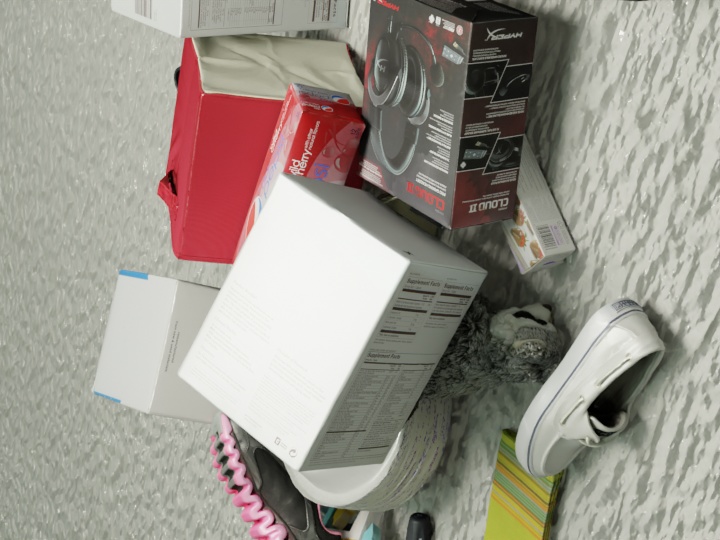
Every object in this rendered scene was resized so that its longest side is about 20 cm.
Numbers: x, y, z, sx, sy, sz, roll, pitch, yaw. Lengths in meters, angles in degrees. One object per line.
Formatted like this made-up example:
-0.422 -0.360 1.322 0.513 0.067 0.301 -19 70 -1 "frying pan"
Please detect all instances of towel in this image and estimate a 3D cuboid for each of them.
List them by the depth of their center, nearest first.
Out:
0.149 0.256 1.382 0.086 0.018 0.201 40 131 50 "towel"

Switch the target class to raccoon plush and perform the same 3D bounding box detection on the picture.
0.103 0.107 1.313 0.134 0.096 0.201 39 106 43 "raccoon plush"

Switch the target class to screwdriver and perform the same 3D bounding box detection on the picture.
0.053 0.349 1.525 0.028 0.029 0.202 26 114 50 "screwdriver"

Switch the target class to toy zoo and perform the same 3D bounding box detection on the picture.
-0.043 0.294 1.585 0.020 0.132 0.199 41 155 -25 "toy zoo"

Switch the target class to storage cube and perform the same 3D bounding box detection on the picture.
-0.097 -0.123 1.447 0.171 0.198 0.181 -109 27 -57 "storage cube"

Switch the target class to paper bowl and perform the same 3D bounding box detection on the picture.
-0.012 0.137 1.452 0.200 0.104 0.202 -16 68 45 "paper bowl"

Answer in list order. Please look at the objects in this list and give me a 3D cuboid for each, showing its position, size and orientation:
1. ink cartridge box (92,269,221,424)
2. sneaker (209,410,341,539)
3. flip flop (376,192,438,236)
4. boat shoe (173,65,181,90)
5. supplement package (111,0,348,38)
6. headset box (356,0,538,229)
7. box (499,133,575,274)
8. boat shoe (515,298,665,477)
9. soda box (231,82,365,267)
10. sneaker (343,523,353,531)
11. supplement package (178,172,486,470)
-0.164 0.093 1.599 0.147 0.199 0.146 7 84 55 "ink cartridge box"
-0.086 0.227 1.518 0.201 0.095 0.079 63 158 -1 "sneaker"
0.000 0.000 1.407 0.200 0.081 0.058 -38 29 7 "flip flop"
-0.159 -0.164 1.671 0.201 0.062 0.075 62 140 22 "boat shoe"
-0.130 -0.327 1.462 0.151 0.199 0.152 29 121 48 "supplement package"
0.071 -0.139 1.262 0.149 0.077 0.201 35 127 48 "headset box"
0.130 -0.095 1.292 0.039 0.041 0.201 -43 65 52 "box"
0.198 0.116 1.230 0.066 0.072 0.201 56 131 37 "boat shoe"
-0.061 -0.068 1.345 0.070 0.063 0.201 -113 38 -57 "soda box"
-0.033 0.339 1.639 0.199 0.070 0.082 -17 113 51 "sneaker"
-0.023 0.046 1.254 0.151 0.150 0.201 35 103 27 "supplement package"
